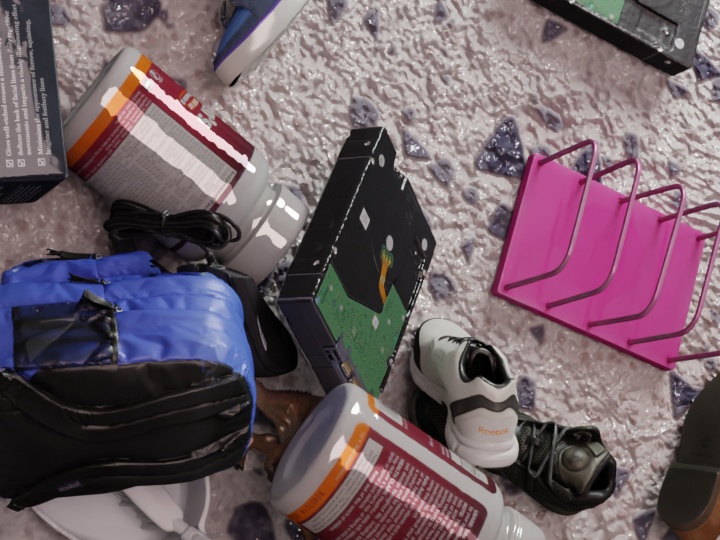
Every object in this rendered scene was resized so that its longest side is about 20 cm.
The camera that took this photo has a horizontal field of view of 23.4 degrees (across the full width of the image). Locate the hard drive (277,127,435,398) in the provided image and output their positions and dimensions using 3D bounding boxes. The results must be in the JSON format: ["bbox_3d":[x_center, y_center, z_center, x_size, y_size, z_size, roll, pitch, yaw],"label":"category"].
[{"bbox_3d":[0.000,0.000,1.431,0.140,0.037,0.201,62,35,-39],"label":"hard drive"}]

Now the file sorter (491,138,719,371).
[{"bbox_3d":[0.247,-0.015,1.570,0.198,0.125,0.140,23,73,-19],"label":"file sorter"}]

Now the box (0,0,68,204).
[{"bbox_3d":[-0.338,-0.129,1.332,0.198,0.107,0.150,-3,83,-26],"label":"box"}]

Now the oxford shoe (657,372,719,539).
[{"bbox_3d":[0.340,0.169,1.625,0.201,0.071,0.071,-58,133,-21],"label":"oxford shoe"}]

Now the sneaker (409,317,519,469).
[{"bbox_3d":[0.093,0.083,1.451,0.073,0.200,0.081,0,115,-15],"label":"sneaker"}]

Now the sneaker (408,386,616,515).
[{"bbox_3d":[0.141,0.147,1.502,0.198,0.114,0.077,32,68,-14],"label":"sneaker"}]

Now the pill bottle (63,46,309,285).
[{"bbox_3d":[-0.144,-0.078,1.411,0.199,0.109,0.110,39,68,-14],"label":"pill bottle"}]

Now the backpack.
[{"bbox_3d":[-0.180,0.069,1.319,0.197,0.163,0.169,-2,51,-7],"label":"backpack"}]

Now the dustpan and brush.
[{"bbox_3d":[-0.155,0.195,1.386,0.200,0.057,0.140,47,66,-10],"label":"dustpan and brush"}]

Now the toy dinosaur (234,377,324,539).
[{"bbox_3d":[-0.022,0.151,1.445,0.135,0.086,0.201,-39,94,-24],"label":"toy dinosaur"}]

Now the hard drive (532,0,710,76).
[{"bbox_3d":[0.246,-0.291,1.665,0.198,0.038,0.141,24,72,-20],"label":"hard drive"}]

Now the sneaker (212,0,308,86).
[{"bbox_3d":[-0.105,-0.272,1.485,0.146,0.081,0.201,38,71,-5],"label":"sneaker"}]

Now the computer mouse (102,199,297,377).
[{"bbox_3d":[-0.136,0.024,1.398,0.046,0.139,0.201,-60,146,-31],"label":"computer mouse"}]

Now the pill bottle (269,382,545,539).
[{"bbox_3d":[0.038,0.188,1.352,0.199,0.114,0.115,36,69,-12],"label":"pill bottle"}]
